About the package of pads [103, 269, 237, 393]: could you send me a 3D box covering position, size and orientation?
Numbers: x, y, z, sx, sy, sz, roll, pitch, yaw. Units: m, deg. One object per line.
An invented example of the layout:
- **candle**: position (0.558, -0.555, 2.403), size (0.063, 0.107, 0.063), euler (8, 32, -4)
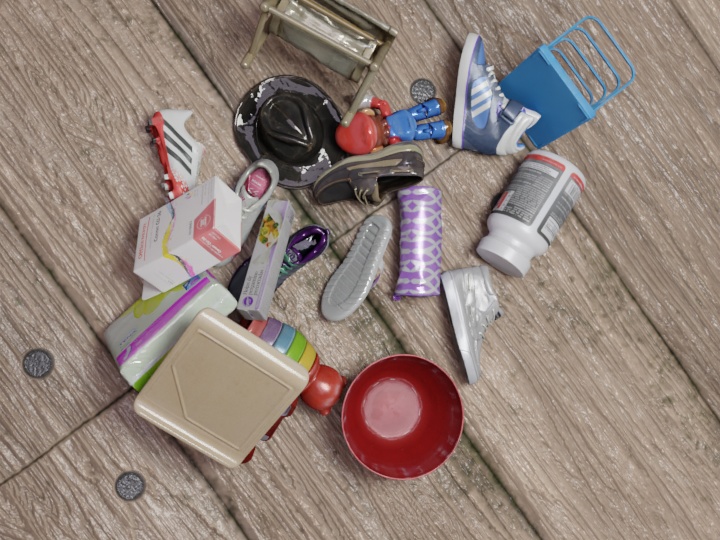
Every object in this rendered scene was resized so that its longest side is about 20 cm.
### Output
- **package of pads**: position (-0.303, 0.078, 1.173), size (0.200, 0.154, 0.068), euler (-43, 122, -9)

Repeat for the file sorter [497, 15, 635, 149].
- **file sorter**: position (0.344, -0.318, 1.265), size (0.123, 0.200, 0.139), euler (-38, 93, -11)

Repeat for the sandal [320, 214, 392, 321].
- **sandal**: position (0.005, 0.002, 1.271), size (0.050, 0.082, 0.203), euler (38, 78, -48)

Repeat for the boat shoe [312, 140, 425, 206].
- **boat shoe**: position (0.013, -0.149, 1.241), size (0.200, 0.075, 0.073), euler (-21, 58, 14)

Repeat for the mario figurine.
- **mario figurine**: position (0.049, -0.244, 1.293), size (0.200, 0.106, 0.124), euler (-13, 51, -19)

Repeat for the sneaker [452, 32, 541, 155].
- **sneaker**: position (0.239, -0.297, 1.281), size (0.146, 0.081, 0.201), euler (8, 105, 10)

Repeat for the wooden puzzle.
- **wooden puzzle**: position (-0.201, 0.171, 1.079), size (0.185, 0.037, 0.200), euler (34, 107, -13)

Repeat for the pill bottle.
- **pill bottle**: position (0.290, -0.096, 1.287), size (0.116, 0.116, 0.200), euler (34, 83, -5)

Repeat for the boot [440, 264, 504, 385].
- **boot**: position (0.203, 0.090, 1.285), size (0.095, 0.074, 0.201), euler (-13, 88, -2)

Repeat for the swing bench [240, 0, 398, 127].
- **swing bench**: position (-0.056, -0.373, 1.203), size (0.199, 0.130, 0.200), euler (28, 46, -6)

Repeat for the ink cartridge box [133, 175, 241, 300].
- **ink cartridge box**: position (-0.282, -0.047, 1.161), size (0.200, 0.117, 0.067), euler (-27, 136, 21)

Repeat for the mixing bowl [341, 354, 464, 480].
- **mixing bowl**: position (0.062, 0.235, 1.241), size (0.200, 0.108, 0.201), euler (0, 88, -8)

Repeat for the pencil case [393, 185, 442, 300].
- **pencil case**: position (0.095, -0.050, 1.276), size (0.085, 0.084, 0.201), euler (-2, 84, 30)

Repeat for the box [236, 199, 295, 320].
- **box**: position (-0.147, -0.019, 1.182), size (0.039, 0.041, 0.200), euler (4, 64, 17)

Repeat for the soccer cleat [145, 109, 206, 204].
- **soccer cleat**: position (-0.290, -0.170, 1.232), size (0.085, 0.069, 0.200), euler (-16, 92, -23)

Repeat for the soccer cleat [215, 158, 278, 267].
- **soccer cleat**: position (-0.201, -0.097, 1.223), size (0.070, 0.086, 0.200), euler (30, 92, -6)

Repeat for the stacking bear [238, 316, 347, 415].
- **stacking bear**: position (-0.116, 0.156, 1.220), size (0.200, 0.114, 0.122), euler (37, 64, -14)

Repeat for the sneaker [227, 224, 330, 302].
- **sneaker**: position (-0.137, -0.014, 1.234), size (0.200, 0.088, 0.074), euler (-39, 93, -8)

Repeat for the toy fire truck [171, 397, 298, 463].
- **toy fire truck**: position (-0.209, 0.197, 1.159), size (0.200, 0.168, 0.112), euler (25, 45, -7)

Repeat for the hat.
- **hat**: position (-0.113, -0.241, 1.252), size (0.200, 0.081, 0.201), euler (1, 87, -9)
